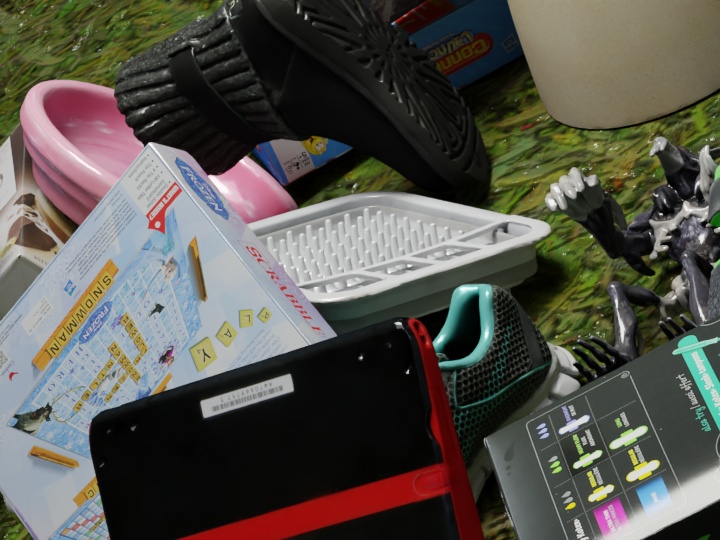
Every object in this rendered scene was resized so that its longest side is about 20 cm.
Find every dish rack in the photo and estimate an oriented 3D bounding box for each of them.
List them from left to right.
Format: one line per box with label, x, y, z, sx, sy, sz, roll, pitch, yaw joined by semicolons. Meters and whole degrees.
dish rack;0.000;0.000;1.475;0.172;0.044;0.200;-18;19;-30

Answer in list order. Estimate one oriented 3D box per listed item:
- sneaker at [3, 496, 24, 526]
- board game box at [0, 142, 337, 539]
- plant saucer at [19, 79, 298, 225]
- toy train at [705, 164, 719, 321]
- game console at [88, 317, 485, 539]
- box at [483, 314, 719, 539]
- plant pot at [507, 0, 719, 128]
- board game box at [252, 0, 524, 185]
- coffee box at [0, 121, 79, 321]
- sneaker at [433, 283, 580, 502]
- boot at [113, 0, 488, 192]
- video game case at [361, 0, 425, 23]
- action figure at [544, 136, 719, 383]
sneaker;-0.131;0.073;1.483;0.105;0.076;0.200;14;74;27
board game box;-0.108;0.072;1.318;0.200;0.041;0.200;-48;63;18
plant saucer;-0.136;-0.055;1.626;0.051;0.200;0.201;-62;22;18
toy train;0.207;-0.044;1.264;0.042;0.056;0.200;131;150;-60
game console;-0.035;0.132;1.234;0.200;0.177;0.031;-18;-13;23
box;0.179;0.109;1.054;0.200;0.149;0.124;-29;29;7
plant pot;0.157;-0.225;1.564;0.187;0.200;0.187;-23;29;14
board game box;-0.009;-0.159;1.757;0.196;0.056;0.200;-29;27;-6
coffee box;-0.200;-0.004;1.634;0.080;0.113;0.200;-49;24;18
sneaker;0.030;0.085;1.304;0.078;0.091;0.200;2;42;48
boot;-0.037;-0.096;1.582;0.158;0.211;0.079;-38;19;31
video game case;0.043;-0.221;1.626;0.200;0.143;0.019;-34;69;-25
action figure;0.169;-0.021;1.328;0.119;0.102;0.200;-19;34;26
